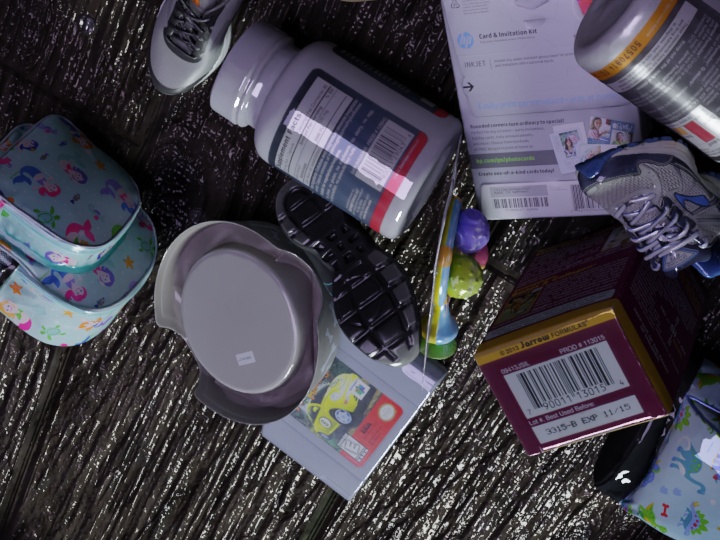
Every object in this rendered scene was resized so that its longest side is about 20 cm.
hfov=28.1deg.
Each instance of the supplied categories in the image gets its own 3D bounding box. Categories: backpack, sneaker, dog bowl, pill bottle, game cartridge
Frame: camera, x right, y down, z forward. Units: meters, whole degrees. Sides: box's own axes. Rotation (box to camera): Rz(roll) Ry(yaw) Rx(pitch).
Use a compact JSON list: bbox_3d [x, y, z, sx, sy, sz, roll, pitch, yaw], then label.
[{"bbox_3d":[-0.295,-0.036,1.384,0.200,0.178,0.150,46,130,-8],"label":"backpack"},{"bbox_3d":[0.323,0.178,1.245,0.199,0.154,0.164,25,117,-4],"label":"backpack"},{"bbox_3d":[-0.142,-0.234,1.269,0.074,0.079,0.200,37,126,1],"label":"sneaker"},{"bbox_3d":[0.241,-0.043,1.117,0.077,0.199,0.086,-23,63,39],"label":"sneaker"},{"bbox_3d":[-0.105,0.044,1.384,0.199,0.059,0.202,12,111,32],"label":"dog bowl"},{"bbox_3d":[-0.023,-0.127,1.245,0.199,0.120,0.120,33,124,7],"label":"pill bottle"},{"bbox_3d":[0.269,-0.151,1.084,0.199,0.117,0.116,33,126,-12],"label":"pill bottle"},{"bbox_3d":[0.000,0.000,1.291,0.075,0.079,0.201,-34,70,8],"label":"sneaker"},{"bbox_3d":[-0.016,0.127,1.425,0.133,0.041,0.200,38,125,7],"label":"game cartridge"}]

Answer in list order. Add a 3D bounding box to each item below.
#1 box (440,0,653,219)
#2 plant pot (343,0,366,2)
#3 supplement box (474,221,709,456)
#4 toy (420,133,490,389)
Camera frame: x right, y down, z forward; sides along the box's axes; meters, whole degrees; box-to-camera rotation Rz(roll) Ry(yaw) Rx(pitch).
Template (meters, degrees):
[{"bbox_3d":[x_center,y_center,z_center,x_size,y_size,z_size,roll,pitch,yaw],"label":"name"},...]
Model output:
[{"bbox_3d":[0.160,-0.143,1.200,0.155,0.041,0.201,-2,116,25],"label":"box"},{"bbox_3d":[0.031,-0.290,1.110,0.174,0.200,0.201,-16,109,48],"label":"plant pot"},{"bbox_3d":[0.194,0.046,1.185,0.130,0.200,0.104,-22,106,32],"label":"supplement box"},{"bbox_3d":[0.085,-0.002,1.246,0.047,0.116,0.201,11,133,2],"label":"toy"}]
